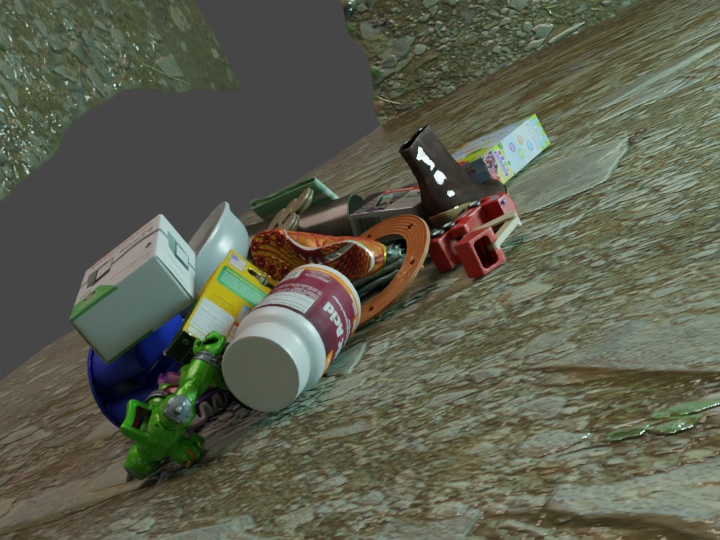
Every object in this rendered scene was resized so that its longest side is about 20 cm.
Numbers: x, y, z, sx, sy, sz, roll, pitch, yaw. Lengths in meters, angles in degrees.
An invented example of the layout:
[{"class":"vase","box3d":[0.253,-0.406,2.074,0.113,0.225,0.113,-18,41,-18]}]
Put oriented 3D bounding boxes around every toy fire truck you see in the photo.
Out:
[{"class":"toy fire truck","box3d":[0.162,-0.050,1.365,0.141,0.049,0.200,-16,17,49]}]

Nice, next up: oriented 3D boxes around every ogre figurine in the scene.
[{"class":"ogre figurine","box3d":[-0.223,0.171,1.211,0.200,0.098,0.120,-31,19,28]}]

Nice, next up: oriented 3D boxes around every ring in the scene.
[{"class":"ring","box3d":[0.017,0.005,1.409,0.200,0.019,0.201,-34,29,22]}]

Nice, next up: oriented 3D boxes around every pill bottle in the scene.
[{"class":"pill bottle","box3d":[-0.081,0.079,1.239,0.114,0.115,0.200,-24,13,26]}]

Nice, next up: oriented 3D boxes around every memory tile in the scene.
[{"class":"memory tile","box3d":[-0.138,-0.029,1.581,0.153,0.017,0.201,-32,28,57]}]

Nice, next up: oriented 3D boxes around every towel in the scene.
[{"class":"towel","box3d":[-0.075,-0.087,1.804,0.152,0.200,0.024,-19,52,32]},{"class":"towel","box3d":[0.000,0.000,1.566,0.199,0.048,0.171,-25,9,21]}]

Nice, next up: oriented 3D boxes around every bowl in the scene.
[{"class":"bowl","box3d":[-0.228,0.002,1.591,0.201,0.090,0.201,-51,15,19]}]

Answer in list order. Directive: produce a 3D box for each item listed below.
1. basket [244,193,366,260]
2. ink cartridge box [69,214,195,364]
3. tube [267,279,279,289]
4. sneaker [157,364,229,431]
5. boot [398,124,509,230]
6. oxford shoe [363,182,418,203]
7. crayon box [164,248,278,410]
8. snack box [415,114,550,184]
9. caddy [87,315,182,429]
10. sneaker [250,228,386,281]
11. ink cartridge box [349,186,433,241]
[{"class":"basket","box3d":[-0.078,-0.043,1.731,0.199,0.137,0.180,-19,-10,22]},{"class":"ink cartridge box","box3d":[-0.303,0.020,1.400,0.146,0.084,0.200,-37,20,4]},{"class":"tube","box3d":[-0.091,0.011,1.494,0.058,0.052,0.200,-59,17,-8]},{"class":"sneaker","box3d":[-0.186,0.127,1.360,0.200,0.089,0.080,-36,11,-39]},{"class":"boot","box3d":[0.141,-0.143,1.521,0.072,0.167,0.200,-21,14,35]},{"class":"oxford shoe","box3d":[0.095,-0.102,1.739,0.199,0.071,0.072,-1,69,42]},{"class":"crayon box","box3d":[-0.157,0.071,1.327,0.052,0.126,0.200,-48,12,30]},{"class":"snack box","box3d":[0.207,-0.181,1.787,0.168,0.068,0.200,-19,13,44]},{"class":"caddy","box3d":[-0.312,0.140,1.479,0.105,0.142,0.200,-22,12,20]},{"class":"sneaker","box3d":[-0.059,-0.017,1.404,0.199,0.073,0.077,10,9,26]},{"class":"ink cartridge box","box3d":[0.076,-0.097,1.575,0.108,0.051,0.200,-5,18,29]}]
